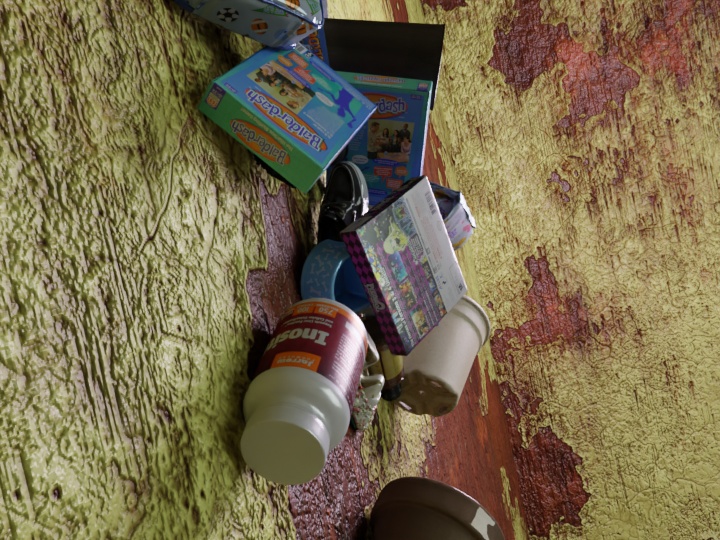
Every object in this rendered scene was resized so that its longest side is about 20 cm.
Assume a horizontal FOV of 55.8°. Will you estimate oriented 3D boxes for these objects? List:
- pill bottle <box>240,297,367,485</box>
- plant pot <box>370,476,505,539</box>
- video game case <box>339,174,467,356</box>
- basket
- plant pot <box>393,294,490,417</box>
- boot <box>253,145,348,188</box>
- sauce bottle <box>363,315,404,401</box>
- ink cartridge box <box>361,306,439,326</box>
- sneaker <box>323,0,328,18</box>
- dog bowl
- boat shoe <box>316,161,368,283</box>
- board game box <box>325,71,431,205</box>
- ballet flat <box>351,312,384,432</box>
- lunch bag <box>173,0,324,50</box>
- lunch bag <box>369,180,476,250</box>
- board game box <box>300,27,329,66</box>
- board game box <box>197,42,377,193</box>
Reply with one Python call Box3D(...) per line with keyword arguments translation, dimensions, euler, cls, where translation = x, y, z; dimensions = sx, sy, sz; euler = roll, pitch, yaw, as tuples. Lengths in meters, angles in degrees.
Box3D(translation=(-0.059, 0.126, 0.734), dimensions=(0.200, 0.113, 0.113), euler=(-74, 149, -59), cls="pill bottle")
Box3D(translation=(0.083, 0.422, 0.945), dimensions=(0.175, 0.200, 0.200), euler=(-53, 132, -47), cls="plant pot")
Box3D(translation=(0.070, -0.010, 0.979), dimensions=(0.181, 0.036, 0.200), euler=(-41, 117, -41), cls="video game case")
Box3D(translation=(0.029, -0.340, 1.103), dimensions=(0.180, 0.200, 0.136), euler=(-73, 170, -75), cls="basket")
Box3D(translation=(0.134, 0.165, 1.284), dimensions=(0.184, 0.200, 0.201), euler=(-69, 146, -43), cls="plant pot")
Box3D(translation=(-0.080, -0.169, 0.925), dimensions=(0.200, 0.076, 0.168), euler=(51, 27, -45), cls="boot")
Box3D(translation=(0.038, 0.152, 1.124), dimensions=(0.200, 0.066, 0.066), euler=(81, 9, -51), cls="sauce bottle")
Box3D(translation=(0.052, 0.001, 1.145), dimensions=(0.084, 0.145, 0.200), euler=(61, 23, -47), cls="ink cartridge box")
Box3D(translation=(-0.085, -0.471, 1.158), dimensions=(0.088, 0.074, 0.200), euler=(67, 28, -67), cls="sneaker")
Box3D(translation=(0.000, 0.000, 0.979), dimensions=(0.200, 0.050, 0.112), euler=(-27, 120, -46), cls="dog bowl")
Box3D(translation=(-0.037, -0.070, 1.014), dimensions=(0.066, 0.070, 0.200), euler=(17, 80, -65), cls="boat shoe")
Box3D(translation=(0.025, -0.198, 1.054), dimensions=(0.045, 0.152, 0.200), euler=(-73, 169, -54), cls="board game box")
Box3D(translation=(0.000, 0.150, 1.015), dimensions=(0.076, 0.064, 0.200), euler=(-60, 137, -68), cls="ballet flat")
Box3D(translation=(-0.129, -0.350, 0.776), dimensions=(0.200, 0.075, 0.161), euler=(9, 67, -46), cls="lunch bag")
Box3D(translation=(0.117, -0.099, 1.344), dimensions=(0.170, 0.200, 0.127), euler=(39, 43, -65), cls="lunch bag")
Box3D(translation=(-0.084, -0.353, 1.010), dimensions=(0.135, 0.034, 0.200), euler=(136, -53, -74), cls="board game box")
Box3D(translation=(-0.078, -0.194, 0.809), dimensions=(0.152, 0.045, 0.200), euler=(39, 38, -6), cls="board game box")
